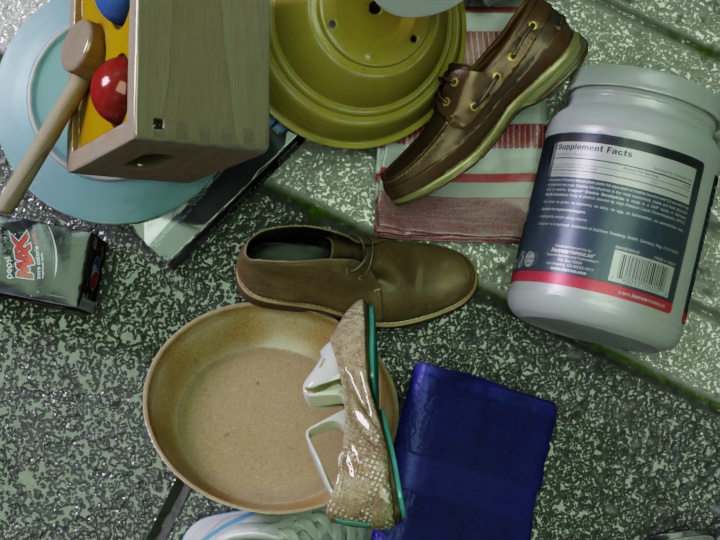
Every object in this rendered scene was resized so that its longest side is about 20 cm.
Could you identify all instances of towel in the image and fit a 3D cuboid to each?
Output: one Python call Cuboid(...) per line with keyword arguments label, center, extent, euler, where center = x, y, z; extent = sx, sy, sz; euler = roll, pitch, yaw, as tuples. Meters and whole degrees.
Cuboid(label="towel", center=(0.084, -0.123, 1.211), extent=(0.143, 0.023, 0.201), euler=(1, 83, 0))
Cuboid(label="towel", center=(0.073, 0.182, 1.136), extent=(0.147, 0.049, 0.201), euler=(20, 79, -33))

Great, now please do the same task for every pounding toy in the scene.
Cuboid(label="pounding toy", center=(-0.170, -0.140, 1.068), extent=(0.142, 0.200, 0.185), euler=(3, 83, -28))

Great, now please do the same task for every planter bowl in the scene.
Cuboid(label="planter bowl", center=(0.002, -0.200, 1.143), extent=(0.199, 0.083, 0.202), euler=(0, 89, -15))

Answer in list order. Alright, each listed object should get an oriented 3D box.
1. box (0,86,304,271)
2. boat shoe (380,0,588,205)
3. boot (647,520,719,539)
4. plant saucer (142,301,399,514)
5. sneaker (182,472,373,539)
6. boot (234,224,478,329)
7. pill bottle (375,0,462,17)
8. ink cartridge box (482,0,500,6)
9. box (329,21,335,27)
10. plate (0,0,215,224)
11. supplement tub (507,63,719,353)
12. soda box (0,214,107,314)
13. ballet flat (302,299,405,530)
Cuboid(label="box", center=(-0.170, -0.126, 1.198), extent=(0.158, 0.050, 0.200), euler=(-44, 85, -5))
Cuboid(label="boat shoe", center=(0.087, -0.135, 1.152), extent=(0.200, 0.072, 0.068), euler=(-43, 108, 2))
Cuboid(label="boot", center=(0.325, 0.266, 1.143), extent=(0.199, 0.068, 0.131), euler=(5, 78, 0))
Cuboid(label="plant saucer", center=(-0.071, 0.112, 1.139), extent=(0.199, 0.036, 0.201), euler=(5, 49, -6))
Cuboid(label="sneaker", center=(-0.041, 0.208, 1.132), extent=(0.199, 0.081, 0.077), euler=(-22, 103, -5))
Cuboid(label="boot", center=(0.000, 0.000, 1.166), extent=(0.199, 0.076, 0.074), euler=(2, 67, -6))
Cuboid(label="pill bottle", center=(0.019, -0.286, 1.063), extent=(0.115, 0.116, 0.201), euler=(-22, 57, -2))
Cuboid(label="ink cartridge box", center=(0.154, -0.326, 1.179), extent=(0.199, 0.085, 0.145), euler=(-29, 84, -18))
Cuboid(label="box", center=(-0.053, -0.326, 1.224), extent=(0.198, 0.050, 0.201), euler=(26, 84, 2))
Cuboid(label="plate", center=(-0.196, -0.137, 1.162), extent=(0.199, 0.026, 0.201), euler=(0, 84, 0))
Cuboid(label="supplement tub", center=(0.202, -0.046, 1.140), extent=(0.140, 0.140, 0.201), euler=(14, 83, 2))
Cuboid(label="soda box", center=(-0.312, -0.015, 1.176), extent=(0.199, 0.071, 0.064), euler=(10, 84, 2))
Cuboid(label="ballet flat", center=(-0.011, 0.104, 1.092), extent=(0.065, 0.071, 0.201), euler=(-8, 47, -1))
